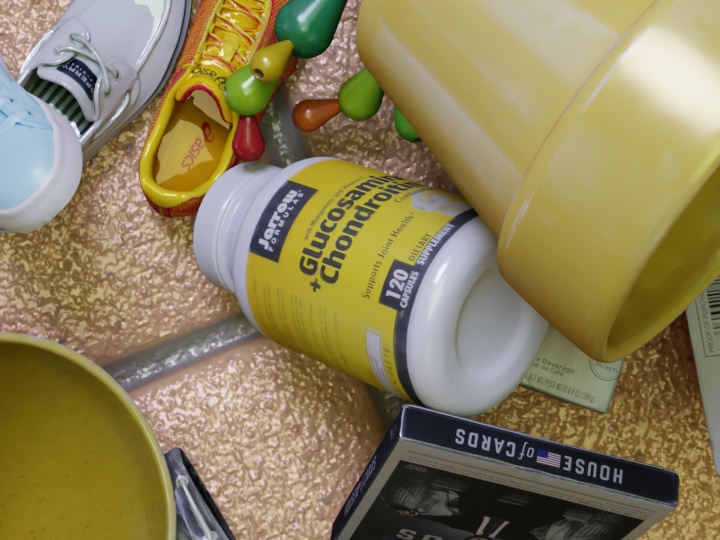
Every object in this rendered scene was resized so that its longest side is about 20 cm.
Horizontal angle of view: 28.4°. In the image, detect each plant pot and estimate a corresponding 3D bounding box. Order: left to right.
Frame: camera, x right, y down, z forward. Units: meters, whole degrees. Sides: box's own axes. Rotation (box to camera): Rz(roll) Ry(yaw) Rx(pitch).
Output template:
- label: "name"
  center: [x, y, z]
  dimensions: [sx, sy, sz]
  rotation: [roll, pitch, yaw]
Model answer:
- label: "plant pot"
  center: [-0.223, 0.144, 0.783]
  dimensions: [0.199, 0.142, 0.201]
  rotation: [12, 71, -37]
- label: "plant pot"
  center: [0.108, -0.091, 0.665]
  dimensions: [0.189, 0.201, 0.201]
  rotation: [42, 86, 20]

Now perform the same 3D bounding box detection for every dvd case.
- label: "dvd case"
  center: [0.072, 0.137, 0.804]
  dimensions: [0.150, 0.200, 0.025]
  rotation: [14, 61, -5]

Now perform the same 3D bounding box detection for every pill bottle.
- label: "pill bottle"
  center: [0.000, 0.000, 0.791]
  dimensions: [0.112, 0.200, 0.112]
  rotation: [-21, 120, -42]

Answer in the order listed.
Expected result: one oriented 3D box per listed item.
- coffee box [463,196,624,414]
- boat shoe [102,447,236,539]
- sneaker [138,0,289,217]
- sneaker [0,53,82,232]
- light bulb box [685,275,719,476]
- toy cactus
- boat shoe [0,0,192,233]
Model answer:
- label: "coffee box"
  center: [0.120, -0.028, 0.862]
  dimensions: [0.114, 0.080, 0.201]
  rotation: [19, 88, -5]
- label: "boat shoe"
  center: [-0.072, 0.199, 0.848]
  dimensions: [0.064, 0.071, 0.200]
  rotation: [-36, 92, -3]
- label: "sneaker"
  center: [-0.074, -0.124, 0.846]
  dimensions: [0.073, 0.077, 0.201]
  rotation: [19, 87, -4]
- label: "sneaker"
  center: [-0.225, -0.094, 0.775]
  dimensions: [0.074, 0.082, 0.200]
  rotation: [-49, 51, 4]
- label: "light bulb box"
  center: [0.280, -0.003, 0.807]
  dimensions: [0.124, 0.200, 0.199]
  rotation: [-10, 91, 38]
- label: "toy cactus"
  center: [0.011, -0.143, 0.786]
  dimensions: [0.199, 0.102, 0.166]
  rotation: [-11, 114, 6]
- label: "boat shoe"
  center: [-0.164, -0.106, 0.841]
  dimensions: [0.073, 0.067, 0.200]
  rotation: [32, 87, -5]
